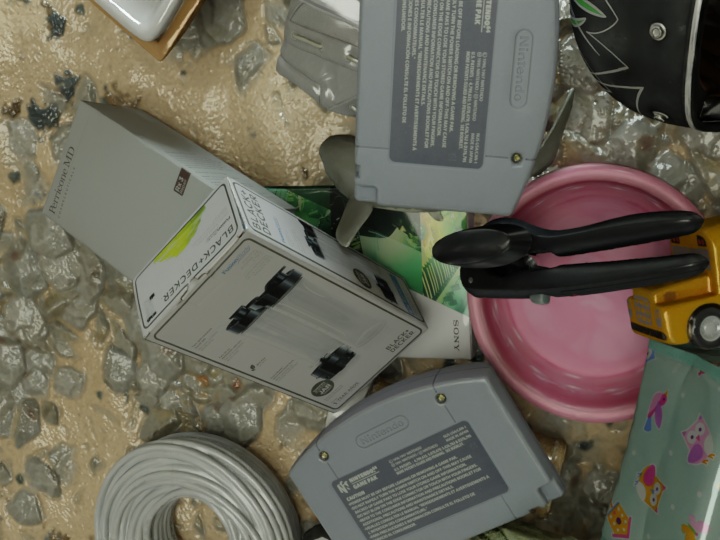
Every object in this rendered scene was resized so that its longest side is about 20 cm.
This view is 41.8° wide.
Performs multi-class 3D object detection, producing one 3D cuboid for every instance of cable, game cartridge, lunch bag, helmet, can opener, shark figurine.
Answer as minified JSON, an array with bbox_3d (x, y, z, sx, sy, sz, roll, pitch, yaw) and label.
[{"bbox_3d":[-0.152,0.249,0.884,0.197,0.069,0.204,-6,99,18],"label":"cable"},{"bbox_3d":[0.045,0.156,0.750,0.198,0.041,0.134,-29,94,26],"label":"game cartridge"},{"bbox_3d":[0.064,-0.140,0.630,0.131,0.042,0.203,4,113,3],"label":"game cartridge"},{"bbox_3d":[0.293,0.151,0.680,0.197,0.122,0.173,10,98,-24],"label":"lunch bag"},{"bbox_3d":[0.228,-0.185,0.607,0.187,0.200,0.204,-2,101,2],"label":"helmet"},{"bbox_3d":[0.147,-0.007,0.663,0.198,0.078,0.065,0,102,40],"label":"can opener"},{"bbox_3d":[0.050,-0.086,0.712,0.211,0.129,0.090,1,130,20],"label":"shark figurine"}]

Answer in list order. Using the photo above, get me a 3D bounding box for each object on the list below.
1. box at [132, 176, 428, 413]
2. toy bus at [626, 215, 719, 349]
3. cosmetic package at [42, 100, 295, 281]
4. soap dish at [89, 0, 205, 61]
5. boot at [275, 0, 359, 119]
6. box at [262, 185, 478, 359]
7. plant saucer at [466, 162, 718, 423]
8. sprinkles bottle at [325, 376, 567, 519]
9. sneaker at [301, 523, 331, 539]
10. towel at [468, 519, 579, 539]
[{"bbox_3d":[-0.056,0.026,0.710,0.117,0.199,0.061,-44,45,20],"label":"box"},{"bbox_3d":[0.287,-0.004,0.659,0.197,0.065,0.080,-12,98,-7],"label":"toy bus"},{"bbox_3d":[-0.164,-0.050,0.795,0.198,0.081,0.114,30,107,24],"label":"cosmetic package"},{"bbox_3d":[-0.182,-0.293,0.750,0.199,0.081,0.158,41,109,5],"label":"soap dish"},{"bbox_3d":[0.027,-0.160,0.754,0.198,0.074,0.097,28,121,12],"label":"boot"},{"bbox_3d":[0.000,0.000,0.803,0.196,0.036,0.147,0,101,15],"label":"box"},{"bbox_3d":[0.185,0.016,0.743,0.197,0.051,0.204,4,103,17],"label":"plant saucer"},{"bbox_3d":[0.071,0.144,0.794,0.197,0.068,0.069,17,106,13],"label":"sprinkles bottle"},{"bbox_3d":[0.012,0.315,0.836,0.076,0.091,0.201,-39,87,22],"label":"sneaker"},{"bbox_3d":[0.167,0.230,0.705,0.146,0.200,0.037,17,86,-6],"label":"towel"}]
